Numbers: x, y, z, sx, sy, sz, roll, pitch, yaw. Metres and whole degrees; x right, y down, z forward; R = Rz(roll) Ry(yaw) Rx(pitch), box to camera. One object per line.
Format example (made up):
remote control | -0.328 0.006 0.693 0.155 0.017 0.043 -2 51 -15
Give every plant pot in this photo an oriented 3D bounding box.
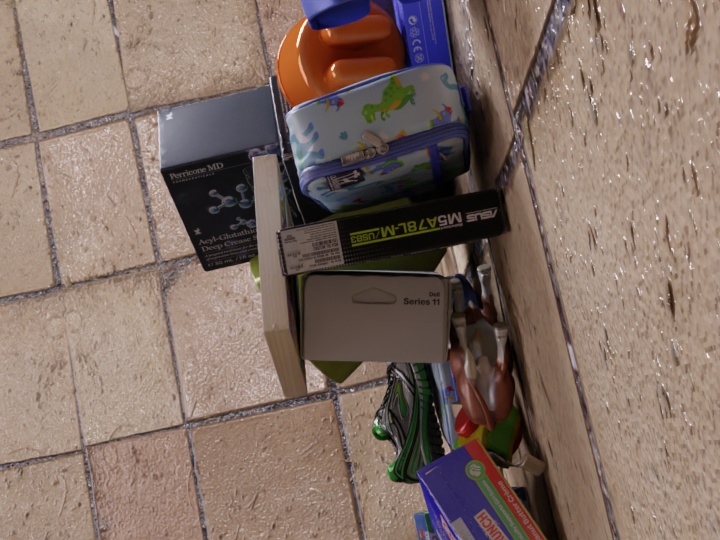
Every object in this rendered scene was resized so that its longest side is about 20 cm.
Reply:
plant pot | 0.000 0.000 1.216 0.188 0.199 0.187 52 -173 -8

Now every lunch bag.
lunch bag | 0.121 0.112 1.258 0.161 0.081 0.203 -92 -10 -83
lunch bag | 0.023 -0.114 0.911 0.200 0.158 0.084 49 -155 -83

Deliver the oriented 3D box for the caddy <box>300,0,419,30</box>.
caddy | 0.008 -0.253 0.754 0.200 0.139 0.106 -100 -8 -82

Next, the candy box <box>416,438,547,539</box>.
candy box | 0.135 0.282 1.003 0.170 0.076 0.201 57 172 28

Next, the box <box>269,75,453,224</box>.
box | 0.007 -0.153 1.229 0.201 0.194 0.126 76 -177 -62

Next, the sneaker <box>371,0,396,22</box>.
sneaker | 0.032 -0.334 1.085 0.119 0.073 0.203 -88 -15 -57

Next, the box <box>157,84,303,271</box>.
box | -0.156 -0.112 1.275 0.201 0.146 0.108 75 -177 -51

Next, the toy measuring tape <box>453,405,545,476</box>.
toy measuring tape | 0.146 0.164 1.030 0.200 0.073 0.075 164 94 -75

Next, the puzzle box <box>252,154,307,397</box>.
puzzle box | -0.078 0.004 0.989 0.134 0.025 0.202 80 -178 -58

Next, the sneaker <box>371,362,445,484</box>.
sneaker | 0.050 0.166 1.260 0.078 0.084 0.203 84 175 -70

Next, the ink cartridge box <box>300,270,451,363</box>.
ink cartridge box | 0.015 0.043 1.032 0.200 0.144 0.085 -23 -66 -88

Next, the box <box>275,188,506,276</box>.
box | 0.027 -0.033 0.939 0.193 0.197 0.048 76 -177 -89

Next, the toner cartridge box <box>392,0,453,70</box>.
toner cartridge box | 0.052 -0.286 0.986 0.095 0.043 0.202 -100 -2 -57

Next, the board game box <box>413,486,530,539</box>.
board game box | 0.146 0.362 1.150 0.034 0.134 0.203 149 110 -67

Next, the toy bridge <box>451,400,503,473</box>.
toy bridge | 0.136 0.150 1.153 0.027 0.067 0.203 -9 96 56

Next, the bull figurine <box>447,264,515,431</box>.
bull figurine | 0.118 0.073 1.024 0.201 0.064 0.123 -102 2 -62

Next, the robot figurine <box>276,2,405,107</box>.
robot figurine | -0.024 -0.212 1.040 0.144 0.117 0.200 45 172 -14
